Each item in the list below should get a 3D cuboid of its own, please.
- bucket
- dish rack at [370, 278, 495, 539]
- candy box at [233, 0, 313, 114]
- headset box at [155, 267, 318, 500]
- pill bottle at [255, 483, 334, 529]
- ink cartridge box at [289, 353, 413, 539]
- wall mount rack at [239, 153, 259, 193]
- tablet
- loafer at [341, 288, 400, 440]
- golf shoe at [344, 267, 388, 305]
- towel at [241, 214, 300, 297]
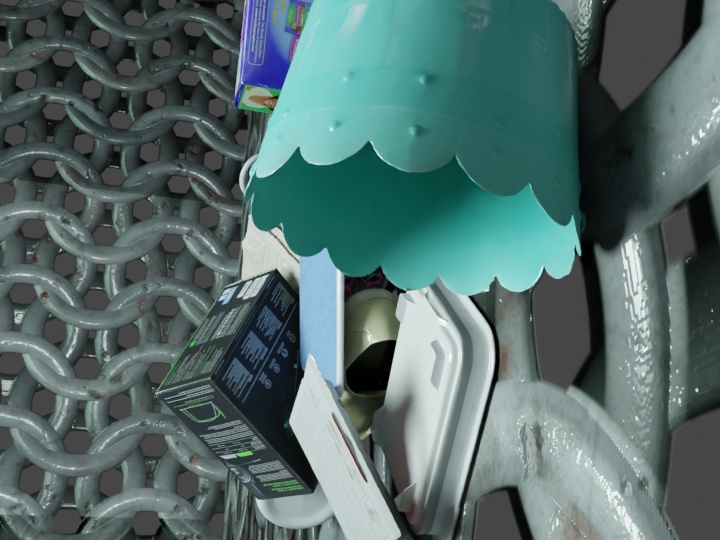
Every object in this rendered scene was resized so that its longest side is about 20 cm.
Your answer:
[{"bbox_3d":[0.039,-0.080,0.492,0.207,0.205,0.136,134,149,-69],"label":"bucket"},{"bbox_3d":[0.053,0.111,0.683,0.172,0.043,0.202,-115,34,-66],"label":"dish rack"},{"bbox_3d":[-0.010,-0.228,0.748,0.077,0.197,0.171,156,120,-76],"label":"candy box"},{"bbox_3d":[-0.102,0.135,0.907,0.092,0.201,0.175,-18,31,36],"label":"headset box"},{"bbox_3d":[-0.084,0.229,1.055,0.201,0.114,0.117,-105,24,-60],"label":"pill bottle"},{"bbox_3d":[-0.003,0.169,0.707,0.164,0.057,0.201,60,155,20],"label":"ink cartridge box"},{"bbox_3d":[-0.078,-0.100,1.122,0.074,0.199,0.176,32,119,36],"label":"wall mount rack"},{"bbox_3d":[-0.040,0.017,0.818,0.130,0.013,0.203,-161,69,-68],"label":"tablet"},{"bbox_3d":[-0.001,0.115,0.834,0.069,0.075,0.202,-112,26,-52],"label":"loafer"},{"bbox_3d":[0.000,0.000,0.913,0.201,0.072,0.093,-94,-1,-62],"label":"golf shoe"},{"bbox_3d":[-0.099,0.023,0.988,0.133,0.034,0.201,45,145,28],"label":"towel"}]
